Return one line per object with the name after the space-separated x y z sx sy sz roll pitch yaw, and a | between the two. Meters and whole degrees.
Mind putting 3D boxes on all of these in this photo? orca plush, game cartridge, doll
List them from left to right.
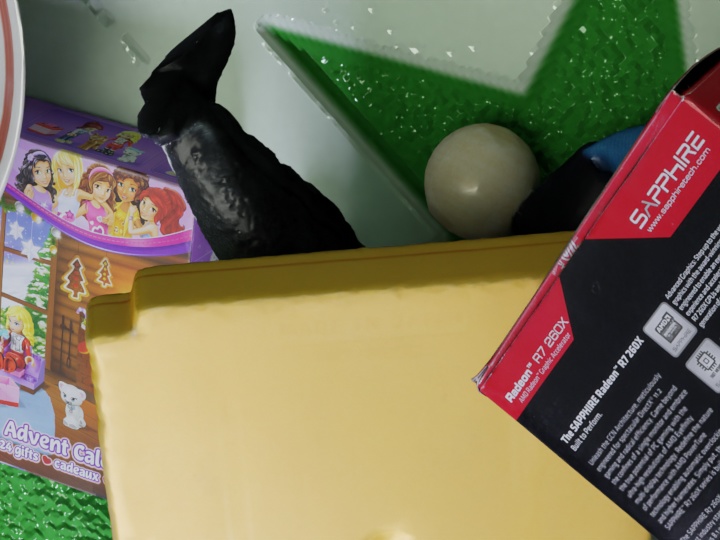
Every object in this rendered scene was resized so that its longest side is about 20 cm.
0.000 0.000 0.810 0.071 0.105 0.201 -20 112 12 | orca plush
0.007 0.080 0.779 0.175 0.032 0.201 -4 123 -2 | game cartridge
0.104 0.017 0.790 0.200 0.048 0.137 34 116 9 | doll

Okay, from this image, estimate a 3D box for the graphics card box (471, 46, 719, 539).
0.142 0.046 0.651 0.200 0.051 0.126 40 130 11 | graphics card box

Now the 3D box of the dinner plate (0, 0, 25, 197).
-0.201 -0.078 0.833 0.199 0.024 0.201 5 105 19 | dinner plate

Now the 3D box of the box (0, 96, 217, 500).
-0.146 0.000 0.909 0.199 0.039 0.137 16 117 19 | box
